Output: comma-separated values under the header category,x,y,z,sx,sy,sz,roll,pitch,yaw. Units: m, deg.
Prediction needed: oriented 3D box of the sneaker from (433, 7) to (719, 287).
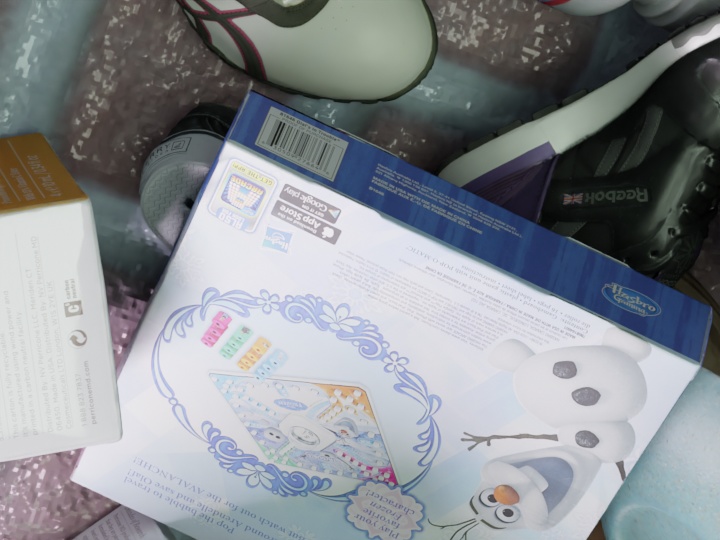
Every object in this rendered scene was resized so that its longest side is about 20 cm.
category,x,y,z,sx,sy,sz,roll,pitch,yaw
sneaker,0.129,-0.038,1.188,0.200,0.076,0.088,-29,70,29

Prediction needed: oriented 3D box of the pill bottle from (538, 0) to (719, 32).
category,x,y,z,sx,sy,sz,roll,pitch,yaw
pill bottle,0.069,-0.169,1.166,0.199,0.109,0.109,23,98,-20

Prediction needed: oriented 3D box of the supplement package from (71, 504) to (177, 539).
category,x,y,z,sx,sy,sz,roll,pitch,yaw
supplement package,-0.073,0.210,1.181,0.111,0.200,0.156,-34,112,-3

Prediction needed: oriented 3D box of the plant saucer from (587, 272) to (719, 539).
category,x,y,z,sx,sy,sz,roll,pitch,yaw
plant saucer,0.084,0.082,1.281,0.199,0.029,0.201,-4,106,-13

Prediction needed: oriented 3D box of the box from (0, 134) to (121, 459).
category,x,y,z,sx,sy,sz,roll,pitch,yaw
box,-0.204,0.020,1.128,0.199,0.124,0.098,-10,107,-13

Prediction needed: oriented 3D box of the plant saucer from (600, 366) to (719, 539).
category,x,y,z,sx,sy,sz,roll,pitch,yaw
plant saucer,0.151,0.129,1.188,0.039,0.201,0.202,-34,111,-21

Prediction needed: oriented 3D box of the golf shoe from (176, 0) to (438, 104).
category,x,y,z,sx,sy,sz,roll,pitch,yaw
golf shoe,-0.047,-0.125,1.160,0.200,0.088,0.077,34,92,-22

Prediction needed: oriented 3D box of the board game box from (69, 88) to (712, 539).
category,x,y,z,sx,sy,sz,roll,pitch,yaw
board game box,0.008,0.050,1.166,0.199,0.043,0.199,26,129,-3

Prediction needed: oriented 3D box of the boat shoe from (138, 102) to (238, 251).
category,x,y,z,sx,sy,sz,roll,pitch,yaw
boat shoe,0.000,0.000,1.206,0.200,0.071,0.072,42,127,-15
